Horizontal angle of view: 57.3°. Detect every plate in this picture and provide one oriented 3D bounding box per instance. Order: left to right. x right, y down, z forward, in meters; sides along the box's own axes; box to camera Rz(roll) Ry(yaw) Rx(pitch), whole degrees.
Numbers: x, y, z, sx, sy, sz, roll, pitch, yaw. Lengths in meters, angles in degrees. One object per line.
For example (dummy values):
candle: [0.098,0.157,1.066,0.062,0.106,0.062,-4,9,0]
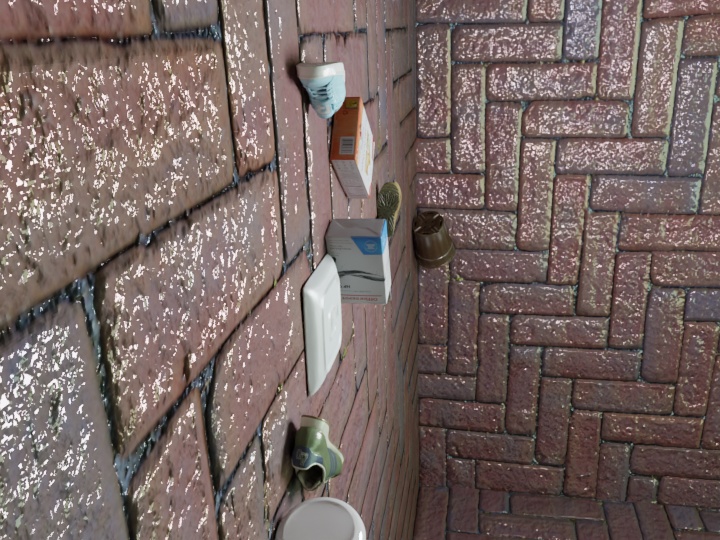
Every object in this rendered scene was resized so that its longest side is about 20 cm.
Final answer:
plate: [-0.064,0.094,1.209,0.200,0.031,0.205,-63,152,-69]

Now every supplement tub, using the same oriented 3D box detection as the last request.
supplement tub: [-0.054,0.467,1.008,0.141,0.136,0.205,-71,160,-59]

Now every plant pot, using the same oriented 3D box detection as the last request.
plant pot: [0.325,-0.150,3.018,0.200,0.195,0.204,67,25,-47]

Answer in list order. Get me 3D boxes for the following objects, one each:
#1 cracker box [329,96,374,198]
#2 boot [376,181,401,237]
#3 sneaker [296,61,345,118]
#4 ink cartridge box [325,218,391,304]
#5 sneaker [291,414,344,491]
cracker box: [-0.013,-0.251,1.381,0.200,0.056,0.138,61,32,-72]
boot: [0.091,-0.218,1.984,0.201,0.064,0.179,-71,172,-58]
sneaker: [-0.056,-0.295,1.086,0.200,0.072,0.085,-43,131,-75]
ink cartridge box: [0.000,0.000,1.323,0.069,0.113,0.204,-74,161,-52]
sneaker: [-0.077,0.323,1.095,0.202,0.065,0.092,78,24,-52]
